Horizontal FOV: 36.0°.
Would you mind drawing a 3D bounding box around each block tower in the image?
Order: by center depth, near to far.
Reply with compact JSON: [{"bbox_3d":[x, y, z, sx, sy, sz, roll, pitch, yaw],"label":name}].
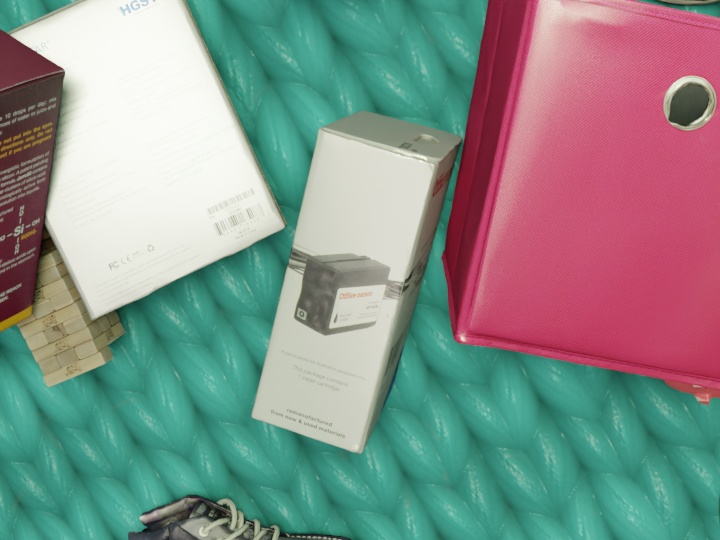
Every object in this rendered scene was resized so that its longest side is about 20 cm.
[{"bbox_3d":[-0.246,-0.019,0.829,0.053,0.058,0.202,-22,97,15],"label":"block tower"}]

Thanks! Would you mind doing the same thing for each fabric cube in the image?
[{"bbox_3d":[0.163,-0.062,0.686,0.193,0.200,0.202,11,105,-2],"label":"fabric cube"}]

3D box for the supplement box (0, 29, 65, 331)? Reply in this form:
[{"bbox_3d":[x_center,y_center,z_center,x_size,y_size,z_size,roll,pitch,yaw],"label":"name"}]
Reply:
[{"bbox_3d":[-0.272,-0.058,0.727,0.110,0.085,0.202,32,126,18],"label":"supplement box"}]

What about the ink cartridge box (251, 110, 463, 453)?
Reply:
[{"bbox_3d":[0.000,0.000,0.771,0.083,0.145,0.203,17,105,7],"label":"ink cartridge box"}]

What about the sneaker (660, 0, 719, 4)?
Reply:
[{"bbox_3d":[0.165,-0.235,0.715,0.198,0.088,0.076,31,105,1],"label":"sneaker"}]

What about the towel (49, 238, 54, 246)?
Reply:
[{"bbox_3d":[-0.282,-0.064,0.870,0.131,0.035,0.202,24,107,3],"label":"towel"}]

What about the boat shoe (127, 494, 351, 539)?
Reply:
[{"bbox_3d":[-0.092,0.222,0.875,0.197,0.075,0.094,-16,107,15],"label":"boat shoe"}]

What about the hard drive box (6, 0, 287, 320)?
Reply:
[{"bbox_3d":[-0.163,-0.091,0.794,0.154,0.077,0.202,-24,98,-5],"label":"hard drive box"}]

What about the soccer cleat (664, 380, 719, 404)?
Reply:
[{"bbox_3d":[0.310,0.048,0.773,0.197,0.067,0.078,-9,66,21],"label":"soccer cleat"}]
